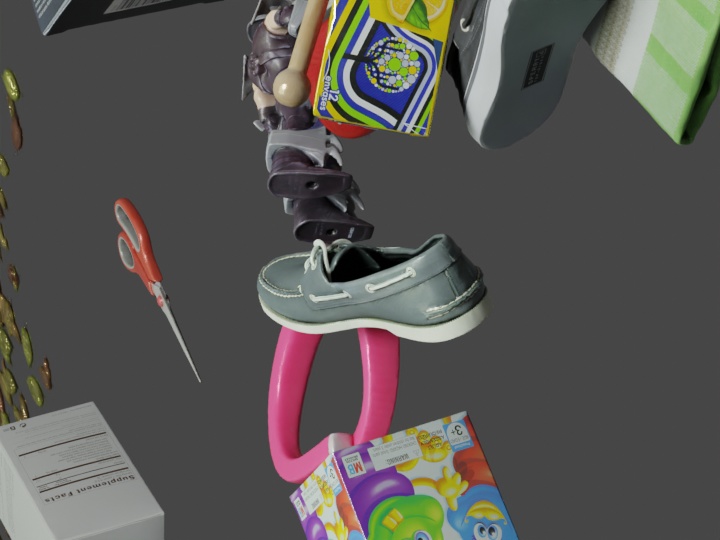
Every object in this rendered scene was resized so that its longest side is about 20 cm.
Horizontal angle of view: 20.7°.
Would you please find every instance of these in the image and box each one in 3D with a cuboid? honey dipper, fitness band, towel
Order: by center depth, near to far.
[{"bbox_3d":[0.127,-0.178,0.972,0.200,0.031,0.149,56,153,33],"label":"towel"},{"bbox_3d":[-0.015,-0.191,1.144,0.038,0.038,0.200,16,88,63],"label":"honey dipper"},{"bbox_3d":[-0.022,0.075,1.386,0.200,0.037,0.144,140,132,-63],"label":"fitness band"}]

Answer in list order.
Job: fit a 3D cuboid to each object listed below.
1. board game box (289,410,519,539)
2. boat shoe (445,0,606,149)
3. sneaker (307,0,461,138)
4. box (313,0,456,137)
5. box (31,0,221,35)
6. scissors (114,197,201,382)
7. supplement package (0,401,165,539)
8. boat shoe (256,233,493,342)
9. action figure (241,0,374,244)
[{"bbox_3d":[0.047,0.210,1.279,0.200,0.105,0.103,68,156,15],"label":"board game box"},{"bbox_3d":[0.081,-0.140,0.988,0.066,0.070,0.200,60,162,22],"label":"boat shoe"},{"bbox_3d":[0.005,-0.127,1.167,0.200,0.077,0.085,121,167,-60],"label":"sneaker"},{"bbox_3d":[0.024,-0.173,1.041,0.070,0.064,0.200,-69,-11,-86],"label":"box"},{"bbox_3d":[-0.180,-0.291,1.432,0.107,0.148,0.200,-28,78,66],"label":"box"},{"bbox_3d":[-0.185,0.014,1.795,0.200,0.014,0.073,56,148,40],"label":"scissors"},{"bbox_3d":[-0.293,0.252,2.049,0.200,0.120,0.121,49,144,46],"label":"supplement package"},{"bbox_3d":[0.000,0.000,1.259,0.200,0.073,0.062,7,131,48],"label":"boat shoe"},{"bbox_3d":[-0.041,-0.112,1.330,0.130,0.069,0.200,90,170,-51],"label":"action figure"}]
